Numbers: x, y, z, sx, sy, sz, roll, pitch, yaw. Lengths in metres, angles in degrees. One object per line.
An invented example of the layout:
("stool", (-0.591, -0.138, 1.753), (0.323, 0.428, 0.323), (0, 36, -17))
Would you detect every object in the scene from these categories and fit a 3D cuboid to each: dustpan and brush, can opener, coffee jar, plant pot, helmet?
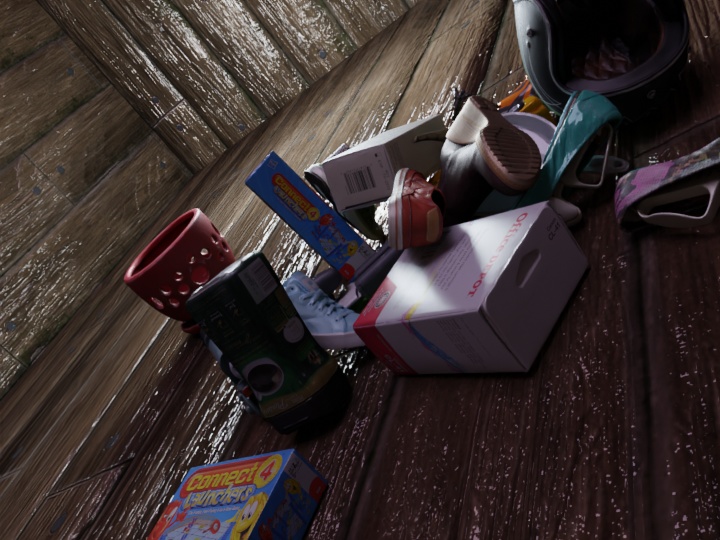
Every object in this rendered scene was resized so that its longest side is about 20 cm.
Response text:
("dustpan and brush", (0.215, -0.122, 0.825), (0.198, 0.057, 0.141), (14, 76, 33))
("can opener", (0.000, 0.000, 0.904), (0.200, 0.067, 0.054), (-43, 20, 15))
("coffee jar", (-0.101, 0.086, 0.802), (0.104, 0.201, 0.085), (-28, 10, 31))
("plant pot", (-0.332, 0.011, 1.394), (0.199, 0.183, 0.201), (-35, 20, 15))
("helmet", (0.280, -0.264, 0.821), (0.198, 0.192, 0.200), (-29, 15, 9))

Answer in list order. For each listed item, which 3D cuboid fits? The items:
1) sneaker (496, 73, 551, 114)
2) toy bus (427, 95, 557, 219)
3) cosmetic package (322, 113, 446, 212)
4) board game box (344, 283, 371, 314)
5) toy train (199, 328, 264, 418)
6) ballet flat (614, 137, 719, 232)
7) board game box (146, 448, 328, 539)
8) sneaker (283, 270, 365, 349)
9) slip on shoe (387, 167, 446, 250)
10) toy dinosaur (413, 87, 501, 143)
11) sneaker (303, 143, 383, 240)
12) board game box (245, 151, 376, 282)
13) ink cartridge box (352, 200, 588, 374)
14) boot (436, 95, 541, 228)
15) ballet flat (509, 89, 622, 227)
("sneaker", (0.268, -0.288, 0.982), (0.198, 0.114, 0.077), (-21, -5, 30))
("toy bus", (0.175, -0.142, 0.945), (0.199, 0.065, 0.078), (-39, 20, 9))
("cosmetic package", (0.044, -0.151, 0.976), (0.104, 0.072, 0.200), (-11, 16, 34))
("board game box", (0.042, 0.024, 0.913), (0.096, 0.030, 0.199), (-53, 20, -26))
("toy train", (-0.155, 0.120, 0.952), (0.085, 0.114, 0.200), (-44, 20, -8))
("ballet flat", (0.303, -0.075, 0.597), (0.199, 0.069, 0.072), (-23, 45, 51))
("board game box", (-0.149, 0.284, 0.698), (0.198, 0.056, 0.197), (-23, 28, 42))
("sneaker", (-0.064, 0.046, 0.869), (0.197, 0.083, 0.074), (6, 12, 18))
("slip on shoe", (0.065, -0.069, 0.787), (0.060, 0.075, 0.200), (0, 17, 6))
("toy dinosaur", (0.147, -0.200, 0.985), (0.047, 0.199, 0.089), (28, 104, 33))
("sneaker", (0.000, -0.114, 1.052), (0.089, 0.200, 0.077), (-48, 55, -2))
("board game box", (-0.078, -0.079, 1.027), (0.056, 0.196, 0.200), (-46, 12, -2))
("ink cartridge box", (0.105, 0.024, 0.712), (0.199, 0.086, 0.148), (-10, 36, 55))
("boot", (0.131, -0.086, 0.801), (0.201, 0.071, 0.168), (-101, 24, -55))
("ballet flat", (0.214, -0.091, 0.751), (0.070, 0.067, 0.202), (32, 100, 30))
